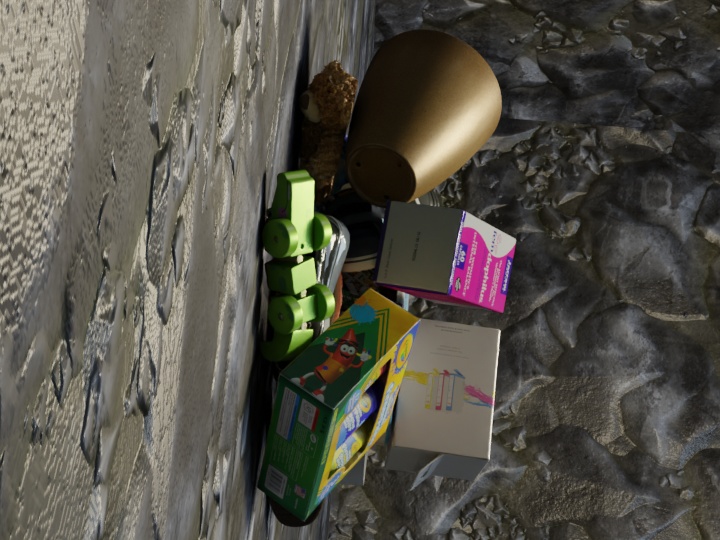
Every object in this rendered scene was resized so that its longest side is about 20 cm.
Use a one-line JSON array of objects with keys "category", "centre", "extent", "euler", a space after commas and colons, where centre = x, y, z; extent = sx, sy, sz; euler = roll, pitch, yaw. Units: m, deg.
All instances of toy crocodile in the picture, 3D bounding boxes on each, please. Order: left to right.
[{"category": "toy crocodile", "centre": [-0.071, -0.002, 1.214], "extent": [0.067, 0.061, 0.201], "euler": [-21, 115, -48]}]

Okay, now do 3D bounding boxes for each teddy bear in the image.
[{"category": "teddy bear", "centre": [-0.051, -0.170, 1.506], "extent": [0.200, 0.066, 0.146], "euler": [113, -13, -73]}]

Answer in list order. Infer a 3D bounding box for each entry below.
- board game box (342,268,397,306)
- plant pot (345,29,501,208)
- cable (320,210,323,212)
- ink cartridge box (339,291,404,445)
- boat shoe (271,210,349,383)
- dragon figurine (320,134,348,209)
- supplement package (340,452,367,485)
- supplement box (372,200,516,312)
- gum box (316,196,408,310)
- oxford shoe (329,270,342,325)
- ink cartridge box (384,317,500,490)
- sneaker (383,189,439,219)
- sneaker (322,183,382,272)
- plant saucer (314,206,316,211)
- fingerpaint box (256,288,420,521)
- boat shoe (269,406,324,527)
[{"category": "board game box", "centre": [0.000, 0.000, 1.579], "extent": [0.200, 0.104, 0.024], "euler": [-80, -171, -67]}, {"category": "plant pot", "centre": [0.061, -0.171, 1.504], "extent": [0.200, 0.185, 0.187], "euler": [-60, 160, -46]}, {"category": "cable", "centre": [-0.054, -0.017, 1.533], "extent": [0.200, 0.050, 0.098], "euler": [-45, 140, -72]}, {"category": "ink cartridge box", "centre": [-0.022, 0.106, 1.567], "extent": [0.200, 0.145, 0.148], "euler": [-81, 178, -67]}, {"category": "boat shoe", "centre": [-0.070, 0.032, 1.350], "extent": [0.064, 0.070, 0.201], "euler": [20, 81, -55]}, {"category": "dragon figurine", "centre": [0.009, -0.107, 1.676], "extent": [0.099, 0.200, 0.059], "euler": [-38, -157, 28]}, {"category": "supplement package", "centre": [-0.043, 0.202, 1.699], "extent": [0.200, 0.116, 0.118], "euler": [-79, 174, -71]}, {"category": "supplement box", "centre": [0.107, -0.014, 1.476], "extent": [0.200, 0.103, 0.102], "euler": [18, 82, -64]}, {"category": "gum box", "centre": [-0.004, -0.005, 1.758], "extent": [0.200, 0.044, 0.171], "euler": [30, 57, -44]}, {"category": "oxford shoe", "centre": [-0.059, 0.047, 1.406], "extent": [0.071, 0.072, 0.201], "euler": [161, -67, -87]}, {"category": "ink cartridge box", "centre": [0.104, 0.182, 1.566], "extent": [0.129, 0.124, 0.201], "euler": [99, -1, -68]}, {"category": "sneaker", "centre": [0.075, -0.057, 1.618], "extent": [0.099, 0.070, 0.201], "euler": [33, 41, -50]}, {"category": "sneaker", "centre": [-0.009, -0.058, 1.506], "extent": [0.200, 0.078, 0.080], "euler": [-103, -177, -73]}, {"category": "plant saucer", "centre": [-0.069, -0.101, 1.656], "extent": [0.201, 0.019, 0.070], "euler": [-85, 178, -48]}, {"category": "fingerpaint box", "centre": [-0.024, 0.146, 1.302], "extent": [0.167, 0.073, 0.201], "euler": [-42, 157, -42]}, {"category": "boat shoe", "centre": [-0.079, 0.227, 1.474], "extent": [0.076, 0.071, 0.201], "euler": [-102, -168, -52]}]
